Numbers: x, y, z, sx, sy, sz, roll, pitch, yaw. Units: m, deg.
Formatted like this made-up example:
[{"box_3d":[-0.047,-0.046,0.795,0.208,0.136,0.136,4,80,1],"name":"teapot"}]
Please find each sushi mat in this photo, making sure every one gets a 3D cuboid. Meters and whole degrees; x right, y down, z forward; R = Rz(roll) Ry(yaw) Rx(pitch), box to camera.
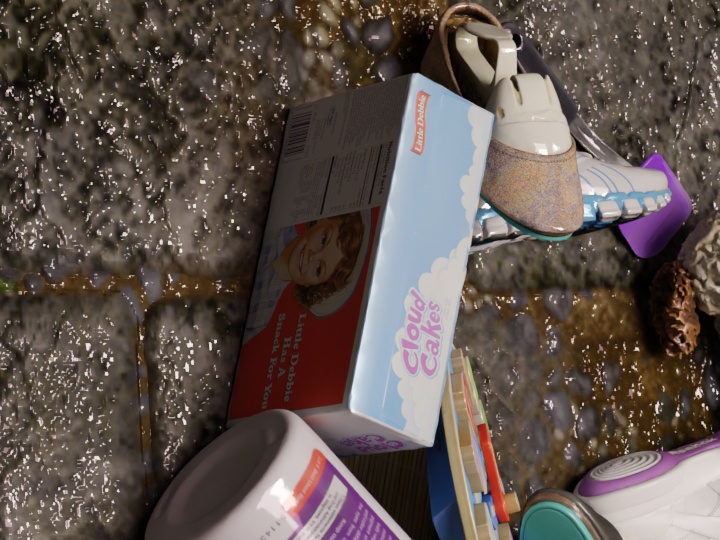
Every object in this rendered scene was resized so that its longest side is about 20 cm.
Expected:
[{"box_3d":[0.010,0.149,1.579,0.095,0.012,0.201,23,69,-37],"name":"sushi mat"}]

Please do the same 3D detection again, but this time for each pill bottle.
[{"box_3d":[-0.015,0.182,1.472,0.200,0.111,0.112,49,54,-19],"name":"pill bottle"}]

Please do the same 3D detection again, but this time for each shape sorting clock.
[{"box_3d":[0.072,0.138,1.549,0.200,0.039,0.201,-16,90,-82],"name":"shape sorting clock"}]

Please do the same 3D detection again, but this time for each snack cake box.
[{"box_3d":[0.000,0.000,1.522,0.067,0.115,0.201,25,68,-36],"name":"snack cake box"}]

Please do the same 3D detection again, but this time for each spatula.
[{"box_3d":[0.146,-0.086,1.733,0.200,0.021,0.057,46,73,-24],"name":"spatula"}]

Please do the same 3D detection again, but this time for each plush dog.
[{"box_3d":[0.281,0.003,1.768,0.171,0.200,0.161,30,31,-46],"name":"plush dog"}]

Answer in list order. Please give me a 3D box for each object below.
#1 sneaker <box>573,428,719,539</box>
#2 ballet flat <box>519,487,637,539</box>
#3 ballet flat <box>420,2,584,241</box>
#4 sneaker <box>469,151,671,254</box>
[{"box_3d":[0.232,0.152,1.721,0.199,0.075,0.100,-14,101,-13],"name":"sneaker"},{"box_3d":[0.144,0.203,1.655,0.068,0.068,0.201,-47,131,-46],"name":"ballet flat"},{"box_3d":[0.082,-0.095,1.573,0.068,0.200,0.068,0,123,-23],"name":"ballet flat"},{"box_3d":[0.111,-0.062,1.664,0.199,0.075,0.087,-7,80,-40],"name":"sneaker"}]
